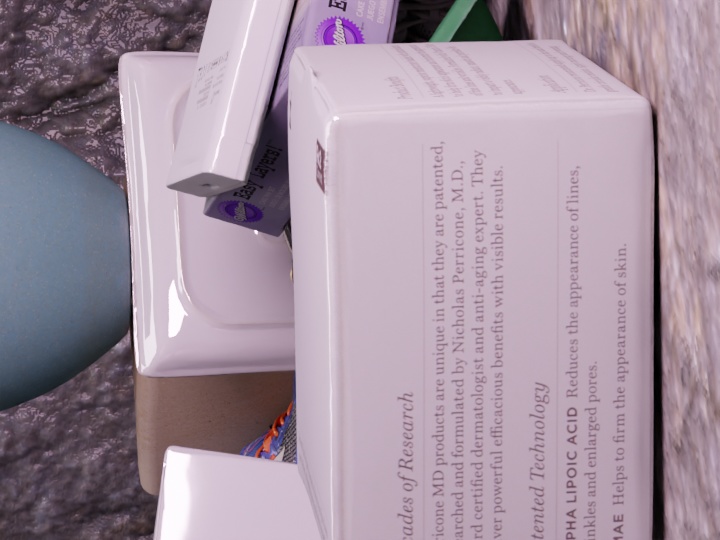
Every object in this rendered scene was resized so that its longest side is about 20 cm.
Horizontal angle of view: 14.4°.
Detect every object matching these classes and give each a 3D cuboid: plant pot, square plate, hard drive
[{"bbox_3d":[-0.062,0.004,1.841,0.177,0.198,0.201,81,-178,-58],"label":"plant pot"},{"bbox_3d":[-0.038,-0.039,1.675,0.028,0.198,0.200,124,143,-71],"label":"square plate"},{"bbox_3d":[-0.056,-0.141,1.476,0.132,0.026,0.202,172,112,-77],"label":"hard drive"},{"bbox_3d":[-0.216,-0.004,1.826,0.200,0.134,0.202,178,90,-82],"label":"plant pot"}]

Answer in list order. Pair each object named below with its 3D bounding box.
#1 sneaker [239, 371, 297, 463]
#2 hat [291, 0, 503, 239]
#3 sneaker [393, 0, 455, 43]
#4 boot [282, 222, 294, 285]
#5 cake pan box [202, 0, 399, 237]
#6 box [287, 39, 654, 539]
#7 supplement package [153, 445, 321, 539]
[{"bbox_3d":[-0.041,0.119,1.784,0.075,0.078,0.201,-41,-32,-51],"label":"sneaker"},{"bbox_3d":[0.078,-0.025,1.410,0.201,0.176,0.166,-55,1,-8],"label":"hat"},{"bbox_3d":[0.033,-0.131,1.536,0.115,0.074,0.202,-171,78,-82],"label":"sneaker"},{"bbox_3d":[0.000,0.000,1.565,0.201,0.073,0.151,63,-176,20],"label":"boot"},{"bbox_3d":[-0.023,-0.137,1.504,0.200,0.052,0.185,130,155,-63],"label":"cake pan box"},{"bbox_3d":[0.041,0.013,1.198,0.199,0.130,0.202,-116,25,-77],"label":"box"},{"bbox_3d":[-0.056,0.175,1.536,0.200,0.116,0.118,103,174,-76],"label":"supplement package"}]
